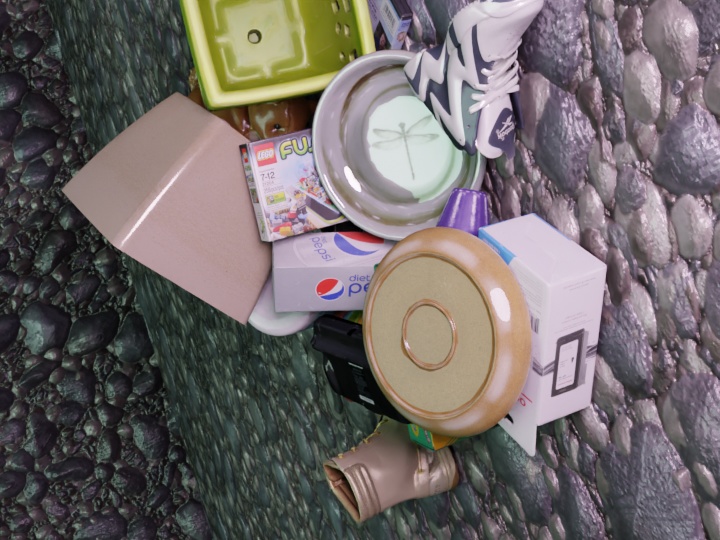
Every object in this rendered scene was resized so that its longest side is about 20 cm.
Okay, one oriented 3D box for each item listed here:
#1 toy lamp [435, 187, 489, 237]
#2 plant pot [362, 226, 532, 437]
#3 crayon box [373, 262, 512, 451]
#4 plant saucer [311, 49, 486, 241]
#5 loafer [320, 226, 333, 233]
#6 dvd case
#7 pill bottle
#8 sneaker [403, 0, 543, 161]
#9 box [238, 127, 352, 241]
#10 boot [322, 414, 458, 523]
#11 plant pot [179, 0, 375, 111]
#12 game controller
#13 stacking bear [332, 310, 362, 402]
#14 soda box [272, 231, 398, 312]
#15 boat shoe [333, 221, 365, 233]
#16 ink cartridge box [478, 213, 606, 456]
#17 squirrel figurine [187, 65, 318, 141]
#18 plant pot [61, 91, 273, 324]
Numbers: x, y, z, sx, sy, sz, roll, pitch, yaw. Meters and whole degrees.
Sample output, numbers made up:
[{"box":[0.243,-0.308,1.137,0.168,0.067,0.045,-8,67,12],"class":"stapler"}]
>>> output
[{"box":[0.092,0.019,1.034,0.058,0.058,0.202,16,97,64],"class":"toy lamp"},{"box":[0.071,0.060,0.978,0.199,0.027,0.202,4,97,42],"class":"plant pot"},{"box":[0.096,0.075,1.102,0.058,0.118,0.202,10,115,65],"class":"crayon box"},{"box":[0.046,-0.133,1.093,0.199,0.050,0.202,9,110,25],"class":"plant saucer"},{"box":[0.009,-0.044,1.294,0.200,0.067,0.077,16,120,65],"class":"loafer"},{"box":[0.003,-0.283,1.208,0.143,0.017,0.200,65,157,22],"class":"dvd case"},{"box":[-0.069,0.018,1.323,0.200,0.110,0.112,-9,-99,-69],"class":"pill bottle"},{"box":[0.123,-0.168,0.933,0.199,0.079,0.130,-29,89,56],"class":"sneaker"},{"box":[-0.027,-0.110,1.156,0.035,0.199,0.111,-171,66,-68],"class":"box"},{"box":[0.018,0.215,1.334,0.201,0.154,0.073,63,156,24],"class":"boot"},{"box":[-0.109,-0.289,1.195,0.181,0.198,0.201,-176,73,-76],"class":"plant pot"},{"box":[0.005,0.107,1.138,0.200,0.042,0.105,12,131,63],"class":"game controller"},{"box":[0.038,0.090,1.218,0.114,0.121,0.200,54,161,-11],"class":"stacking bear"},{"box":[0.000,0.000,1.165,0.064,0.198,0.069,-96,6,-50],"class":"soda box"},{"box":[-0.011,-0.089,1.221,0.072,0.065,0.202,15,95,46],"class":"boat shoe"},{"box":[0.166,0.063,0.992,0.116,0.067,0.201,46,144,49],"class":"ink cartridge box"},{"box":[-0.153,-0.229,1.425,0.186,0.141,0.202,-11,73,38],"class":"squirrel figurine"},{"box":[-0.193,-0.088,1.204,0.200,0.178,0.200,35,180,-39],"class":"plant pot"}]
